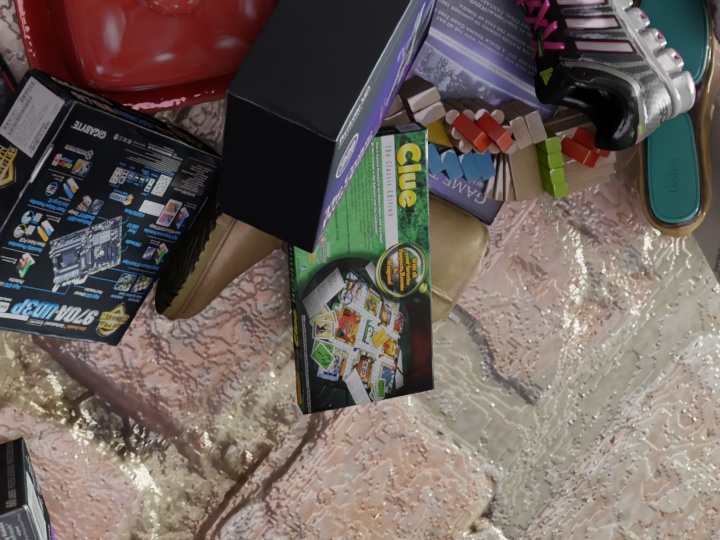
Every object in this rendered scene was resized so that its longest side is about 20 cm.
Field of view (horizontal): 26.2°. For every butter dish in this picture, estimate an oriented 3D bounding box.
[{"bbox_3d":[-0.127,-0.194,1.002,0.197,0.148,0.202,-13,109,-11],"label":"butter dish"}]

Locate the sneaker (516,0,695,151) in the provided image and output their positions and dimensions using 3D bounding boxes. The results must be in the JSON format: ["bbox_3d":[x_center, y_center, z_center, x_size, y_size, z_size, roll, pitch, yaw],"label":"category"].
[{"bbox_3d":[0.145,-0.163,1.079,0.200,0.074,0.088,46,74,-10],"label":"sneaker"}]

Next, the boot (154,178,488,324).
[{"bbox_3d":[-0.027,-0.002,1.130,0.199,0.066,0.176,28,104,-24],"label":"boot"}]

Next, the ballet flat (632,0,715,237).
[{"bbox_3d":[0.231,-0.124,1.156,0.068,0.063,0.203,1,84,16],"label":"ballet flat"}]

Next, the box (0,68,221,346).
[{"bbox_3d":[-0.187,-0.034,1.021,0.046,0.200,0.160,35,98,23],"label":"box"}]

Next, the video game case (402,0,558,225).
[{"bbox_3d":[0.086,-0.152,1.137,0.142,0.019,0.201,27,99,-20],"label":"video game case"}]

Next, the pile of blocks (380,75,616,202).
[{"bbox_3d":[0.101,-0.086,1.118,0.198,0.062,0.083,8,104,-15],"label":"pile of blocks"}]

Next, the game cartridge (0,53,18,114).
[{"bbox_3d":[-0.307,-0.131,1.038,0.129,0.038,0.201,-27,111,0],"label":"game cartridge"}]

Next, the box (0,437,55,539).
[{"bbox_3d":[-0.317,0.214,1.090,0.198,0.122,0.107,-17,110,-9],"label":"box"}]

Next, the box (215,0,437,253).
[{"bbox_3d":[-0.015,-0.135,0.990,0.078,0.142,0.201,23,62,7],"label":"box"}]

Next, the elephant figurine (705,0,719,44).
[{"bbox_3d":[0.284,-0.230,1.091,0.198,0.142,0.157,1,109,-16],"label":"elephant figurine"}]

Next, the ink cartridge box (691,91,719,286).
[{"bbox_3d":[0.362,-0.073,1.170,0.198,0.084,0.146,-11,134,-11],"label":"ink cartridge box"}]

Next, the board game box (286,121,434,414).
[{"bbox_3d":[0.000,0.000,1.097,0.104,0.023,0.202,-8,112,-14],"label":"board game box"}]
